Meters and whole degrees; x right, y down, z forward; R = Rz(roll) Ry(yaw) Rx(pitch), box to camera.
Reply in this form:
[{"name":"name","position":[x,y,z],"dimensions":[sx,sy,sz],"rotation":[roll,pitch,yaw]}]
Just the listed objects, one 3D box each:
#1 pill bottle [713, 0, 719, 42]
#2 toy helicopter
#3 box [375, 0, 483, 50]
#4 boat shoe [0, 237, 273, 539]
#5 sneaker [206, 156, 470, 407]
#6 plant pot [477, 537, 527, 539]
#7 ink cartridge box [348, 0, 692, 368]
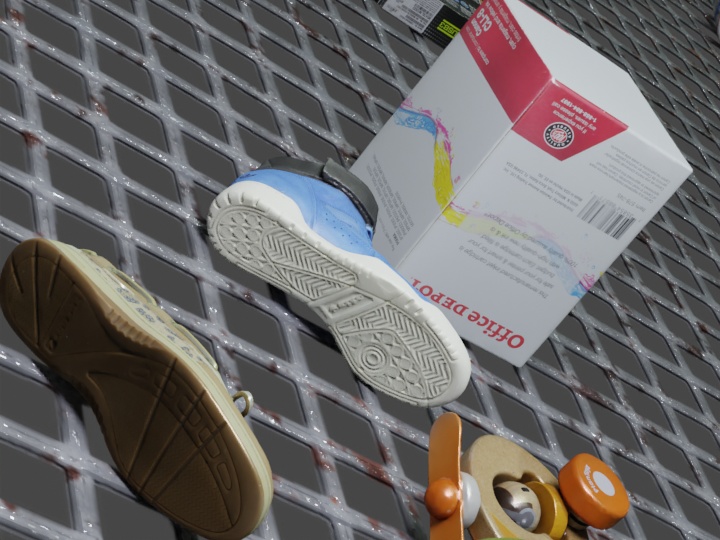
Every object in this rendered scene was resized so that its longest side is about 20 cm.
[{"name":"pill bottle","position":[0.560,-0.370,3.021],"dimensions":[0.112,0.112,0.200],"rotation":[38,22,-9]},{"name":"toy helicopter","position":[0.086,0.166,1.217],"dimensions":[0.132,0.079,0.201],"rotation":[36,29,-20]},{"name":"box","position":[0.090,-0.271,2.111],"dimensions":[0.199,0.048,0.194],"rotation":[30,22,-26]},{"name":"boat shoe","position":[-0.105,0.055,1.097],"dimensions":[0.200,0.073,0.063],"rotation":[49,25,20]},{"name":"sneaker","position":[0.001,-0.001,1.383],"dimensions":[0.199,0.077,0.111],"rotation":[36,30,3]},{"name":"plant pot","position":[0.084,0.222,0.984],"dimensions":[0.199,0.201,0.190],"rotation":[30,11,-26]},{"name":"ink cartridge box","position":[0.105,-0.065,1.522],"dimensions":[0.145,0.200,0.145],"rotation":[28,22,-31]}]
